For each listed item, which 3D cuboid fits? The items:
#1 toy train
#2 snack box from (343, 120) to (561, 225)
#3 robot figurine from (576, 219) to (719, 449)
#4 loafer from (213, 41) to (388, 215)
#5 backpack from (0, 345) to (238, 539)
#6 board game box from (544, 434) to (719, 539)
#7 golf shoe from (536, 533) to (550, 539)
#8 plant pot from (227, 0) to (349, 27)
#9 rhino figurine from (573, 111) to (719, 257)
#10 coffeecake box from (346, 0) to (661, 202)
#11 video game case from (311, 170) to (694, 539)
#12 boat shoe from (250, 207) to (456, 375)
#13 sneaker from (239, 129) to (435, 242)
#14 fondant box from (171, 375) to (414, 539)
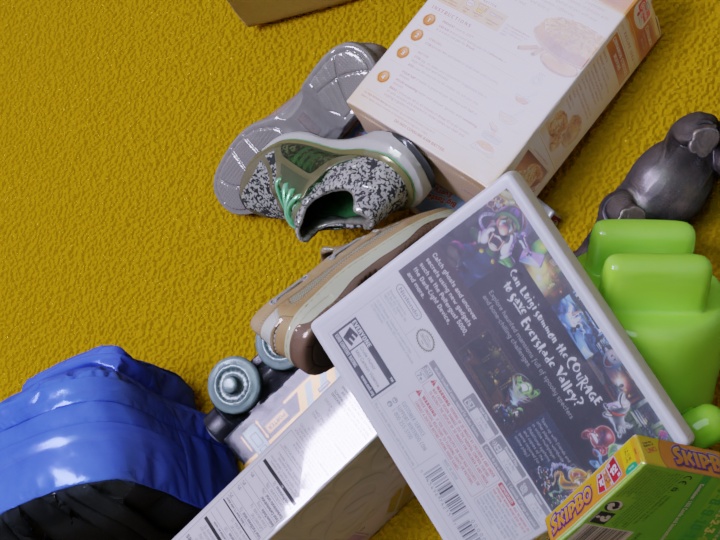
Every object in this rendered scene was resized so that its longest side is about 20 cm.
[{"bbox_3d":[-0.033,0.085,1.064,0.200,0.085,0.114,-43,73,6],"label":"toy train"},{"bbox_3d":[0.069,-0.073,1.090,0.200,0.024,0.072,42,96,31],"label":"snack box"},{"bbox_3d":[0.183,0.065,0.900,0.114,0.202,0.176,0,31,-5],"label":"robot figurine"},{"bbox_3d":[-0.045,-0.120,1.146,0.200,0.063,0.072,-42,85,29],"label":"loafer"},{"bbox_3d":[-0.215,0.150,1.063,0.162,0.200,0.169,-28,64,18],"label":"backpack"},{"bbox_3d":[0.223,0.154,0.836,0.096,0.199,0.030,-53,33,37],"label":"board game box"},{"bbox_3d":[0.105,0.181,0.952,0.072,0.092,0.202,-11,71,22],"label":"golf shoe"},{"bbox_3d":[-0.035,-0.348,1.141,0.198,0.195,0.196,-4,72,17],"label":"plant pot"},{"bbox_3d":[0.207,-0.039,0.980,0.060,0.087,0.200,43,99,-9],"label":"rhino figurine"},{"bbox_3d":[0.113,-0.160,1.049,0.153,0.073,0.200,35,82,31],"label":"coffeecake box"},{"bbox_3d":[0.085,0.069,0.856,0.181,0.023,0.201,-37,80,27],"label":"video game case"},{"bbox_3d":[0.000,0.000,0.998,0.076,0.199,0.072,25,131,34],"label":"boat shoe"},{"bbox_3d":[-0.039,-0.060,1.058,0.199,0.077,0.089,-5,33,45],"label":"sneaker"},{"bbox_3d":[-0.026,0.164,0.993,0.200,0.144,0.058,-44,62,9],"label":"fondant box"}]
